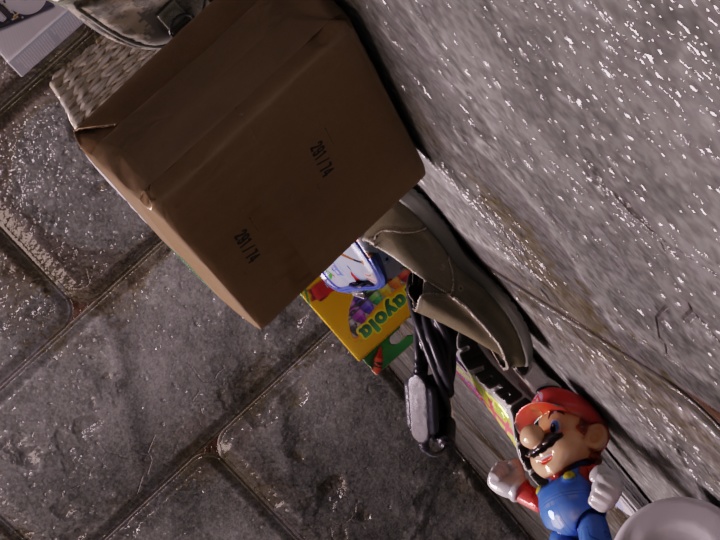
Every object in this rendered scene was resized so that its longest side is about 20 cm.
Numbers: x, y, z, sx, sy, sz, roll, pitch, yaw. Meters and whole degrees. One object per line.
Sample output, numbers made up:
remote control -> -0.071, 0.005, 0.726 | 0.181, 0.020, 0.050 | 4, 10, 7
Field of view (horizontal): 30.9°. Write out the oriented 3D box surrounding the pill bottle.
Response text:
pill bottle -> 0.281, 0.278, 1.074 | 0.114, 0.114, 0.200 | 44, 174, 41

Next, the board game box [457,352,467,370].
board game box -> 0.188, 0.179, 1.493 | 0.200, 0.026, 0.201 | 50, -176, -46

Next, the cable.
cable -> 0.079, 0.068, 1.276 | 0.163, 0.050, 0.202 | -60, -32, -60

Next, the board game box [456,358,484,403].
board game box -> 0.152, 0.140, 1.713 | 0.200, 0.032, 0.120 | 48, 180, 11

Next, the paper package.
paper package -> -0.071, -0.086, 0.929 | 0.103, 0.190, 0.200 | 45, 176, 31

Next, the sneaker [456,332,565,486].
sneaker -> 0.165, 0.132, 1.264 | 0.201, 0.078, 0.090 | 59, 177, 8

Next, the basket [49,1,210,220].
basket -> -0.179, -0.158, 1.349 | 0.161, 0.198, 0.200 | 50, 179, 45

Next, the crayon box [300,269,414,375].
crayon box -> 0.000, 0.000, 1.357 | 0.200, 0.127, 0.051 | 48, -178, -9

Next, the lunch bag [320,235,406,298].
lunch bag -> -0.032, -0.066, 1.235 | 0.201, 0.075, 0.160 | 58, 158, -13

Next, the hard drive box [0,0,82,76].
hard drive box -> -0.345, -0.336, 1.393 | 0.156, 0.200, 0.077 | 47, 175, 1

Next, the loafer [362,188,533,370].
loafer -> 0.075, 0.017, 1.147 | 0.200, 0.070, 0.075 | 49, 175, -7

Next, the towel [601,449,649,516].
towel -> 0.238, 0.198, 1.402 | 0.147, 0.024, 0.200 | 51, 175, -13

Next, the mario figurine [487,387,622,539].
mario figurine -> 0.167, 0.189, 1.136 | 0.106, 0.122, 0.202 | 66, -163, -49

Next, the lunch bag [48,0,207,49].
lunch bag -> -0.216, -0.278, 1.038 | 0.200, 0.139, 0.168 | 46, 174, 38
